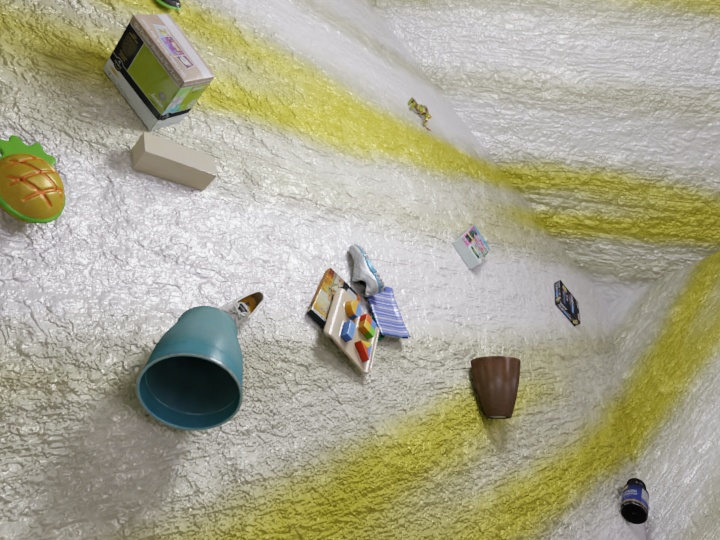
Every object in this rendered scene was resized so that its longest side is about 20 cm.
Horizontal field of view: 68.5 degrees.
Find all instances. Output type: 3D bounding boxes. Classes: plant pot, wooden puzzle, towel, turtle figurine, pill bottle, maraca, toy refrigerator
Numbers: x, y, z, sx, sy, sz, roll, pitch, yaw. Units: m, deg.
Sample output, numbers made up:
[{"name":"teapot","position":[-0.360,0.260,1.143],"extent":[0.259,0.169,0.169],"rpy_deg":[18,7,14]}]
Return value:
[{"name":"plant pot","position":[-0.330,0.182,1.080],"extent":[0.199,0.200,0.189],"rpy_deg":[37,24,-25]},{"name":"wooden puzzle","position":[-0.013,0.172,1.552],"extent":[0.200,0.046,0.187],"rpy_deg":[47,35,-26]},{"name":"towel","position":[0.086,0.130,1.754],"extent":[0.143,0.024,0.203],"rpy_deg":[15,44,-43]},{"name":"turtle figurine","position":[0.328,-0.843,2.811],"extent":[0.160,0.064,0.203],"rpy_deg":[27,44,-36]},{"name":"pill bottle","position":[1.249,1.041,2.404],"extent":[0.113,0.111,0.199],"rpy_deg":[57,34,2]},{"name":"plant pot","position":[0.498,0.433,1.932],"extent":[0.185,0.185,0.205],"rpy_deg":[20,63,-40]},{"name":"maraca","position":[-0.653,-0.180,1.041],"extent":[0.136,0.106,0.203],"rpy_deg":[19,45,-55]},{"name":"toy refrigerator","position":[-0.478,-0.280,1.364],"extent":[0.198,0.075,0.071],"rpy_deg":[13,53,-45]}]

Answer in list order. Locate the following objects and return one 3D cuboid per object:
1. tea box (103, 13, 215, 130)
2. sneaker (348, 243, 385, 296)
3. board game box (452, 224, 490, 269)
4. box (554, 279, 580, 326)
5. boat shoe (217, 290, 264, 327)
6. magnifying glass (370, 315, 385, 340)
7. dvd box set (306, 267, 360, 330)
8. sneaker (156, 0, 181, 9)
[{"name":"tea box","position":[-0.527,-0.519,1.387],"extent":[0.201,0.195,0.134],"rpy_deg":[53,35,-6]},{"name":"sneaker","position":[0.000,0.000,1.739],"extent":[0.085,0.076,0.202],"rpy_deg":[-24,61,-15]},{"name":"board game box","position":[0.520,-0.111,2.467],"extent":[0.149,0.064,0.200],"rpy_deg":[55,34,-2]},{"name":"box","position":[1.207,0.189,3.087],"extent":[0.198,0.049,0.201],"rpy_deg":[45,37,-16]},{"name":"boat shoe","position":[-0.301,0.104,1.280],"extent":[0.072,0.069,0.199],"rpy_deg":[55,34,-1]},{"name":"magnifying glass","position":[0.016,0.192,1.647],"extent":[0.198,0.022,0.081],"rpy_deg":[-12,72,-56]},{"name":"dvd box set","position":[-0.077,0.103,1.591],"extent":[0.146,0.029,0.201],"rpy_deg":[45,36,-17]},{"name":"sneaker","position":[-0.627,-0.918,1.679],"extent":[0.076,0.083,0.203],"rpy_deg":[-22,80,-54]}]
